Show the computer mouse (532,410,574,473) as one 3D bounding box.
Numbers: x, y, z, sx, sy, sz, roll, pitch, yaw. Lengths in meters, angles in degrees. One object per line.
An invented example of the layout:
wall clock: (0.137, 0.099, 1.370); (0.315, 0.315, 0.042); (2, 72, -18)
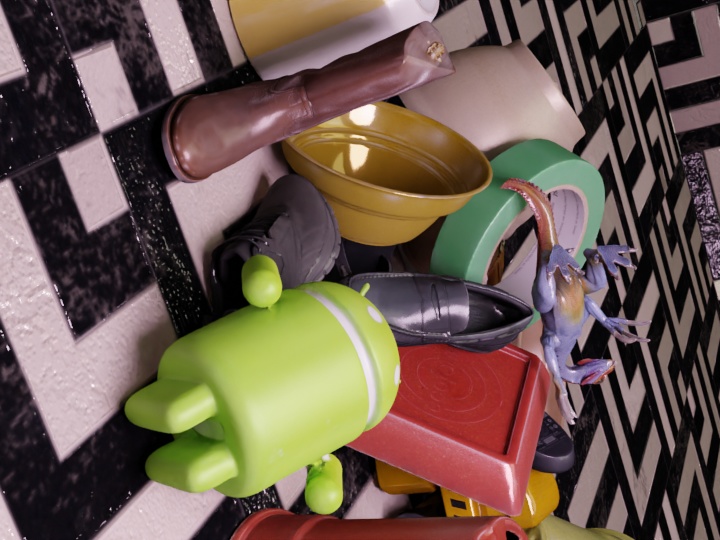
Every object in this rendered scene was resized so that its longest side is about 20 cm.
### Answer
computer mouse: (0.122, 0.122, 1.177); (0.058, 0.200, 0.034); (-17, 139, -38)

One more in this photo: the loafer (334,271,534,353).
loafer: (0.063, 0.030, 1.074); (0.200, 0.070, 0.068); (10, 61, -37)

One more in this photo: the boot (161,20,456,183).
boot: (-0.034, -0.133, 0.963); (0.064, 0.199, 0.186); (70, 25, -16)

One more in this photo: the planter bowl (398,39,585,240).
planter bowl: (0.143, -0.151, 1.288); (0.200, 0.135, 0.200); (52, 8, -11)

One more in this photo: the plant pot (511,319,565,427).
plant pot: (0.161, 0.116, 1.397); (0.201, 0.092, 0.202); (-5, 90, -68)

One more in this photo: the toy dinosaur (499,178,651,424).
toy dinosaur: (0.197, 0.032, 1.155); (0.182, 0.105, 0.200); (101, -30, -62)

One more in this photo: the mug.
mug: (-0.023, -0.244, 1.099); (0.186, 0.153, 0.150); (1, 78, -65)

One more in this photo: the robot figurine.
robot figurine: (-0.058, 0.079, 0.866); (0.200, 0.116, 0.176); (-24, 102, -34)

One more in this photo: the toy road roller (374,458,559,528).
toy road roller: (0.100, 0.180, 1.179); (0.123, 0.146, 0.201); (-10, 88, -66)

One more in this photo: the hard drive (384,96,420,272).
hard drive: (0.053, -0.090, 1.350); (0.201, 0.025, 0.132); (69, 26, -20)

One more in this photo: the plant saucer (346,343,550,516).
plant saucer: (0.070, 0.103, 1.115); (0.200, 0.199, 0.037); (-64, 175, -54)

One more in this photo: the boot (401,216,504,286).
boot: (0.104, -0.040, 1.323); (0.155, 0.073, 0.201); (-54, 141, -54)

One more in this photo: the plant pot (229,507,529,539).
plant pot: (0.026, 0.264, 0.917); (0.201, 0.195, 0.201); (39, 45, -55)

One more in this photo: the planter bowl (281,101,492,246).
planter bowl: (0.011, -0.079, 1.128); (0.200, 0.200, 0.084); (-49, 159, -61)

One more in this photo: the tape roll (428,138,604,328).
tape roll: (0.153, -0.027, 1.216); (0.200, 0.048, 0.201); (-31, 140, -30)

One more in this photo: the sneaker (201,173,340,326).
sneaker: (-0.072, -0.008, 0.984); (0.091, 0.076, 0.200); (49, 35, -38)

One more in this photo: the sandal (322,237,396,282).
sandal: (-0.001, 0.000, 1.133); (0.076, 0.043, 0.200); (20, 40, -12)

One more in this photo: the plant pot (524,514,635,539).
plant pot: (0.181, 0.324, 1.268); (0.184, 0.200, 0.201); (39, 43, -39)
